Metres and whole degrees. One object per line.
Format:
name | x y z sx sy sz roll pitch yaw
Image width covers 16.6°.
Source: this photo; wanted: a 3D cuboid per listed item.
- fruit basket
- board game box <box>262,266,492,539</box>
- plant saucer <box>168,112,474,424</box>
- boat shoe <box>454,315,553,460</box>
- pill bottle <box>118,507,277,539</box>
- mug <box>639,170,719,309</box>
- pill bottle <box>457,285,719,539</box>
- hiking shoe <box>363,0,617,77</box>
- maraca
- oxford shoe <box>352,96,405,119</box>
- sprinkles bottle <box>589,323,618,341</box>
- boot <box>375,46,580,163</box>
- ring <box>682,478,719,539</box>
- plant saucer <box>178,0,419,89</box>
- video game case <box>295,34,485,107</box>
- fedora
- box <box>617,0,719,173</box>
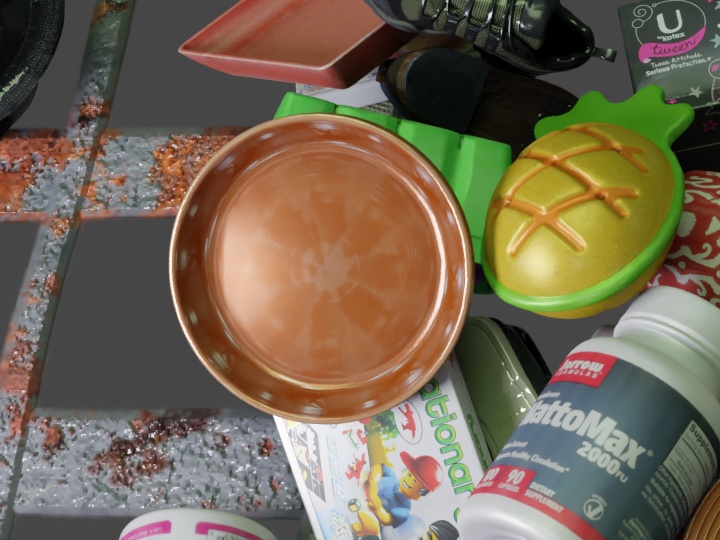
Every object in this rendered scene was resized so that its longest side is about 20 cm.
fruit basket | 0.000 0.000 1.686 0.215 0.156 0.217 1 82 -6
board game box | 0.014 0.109 1.623 0.126 0.035 0.201 -20 90 17
plant saucer | -0.024 -0.002 1.584 0.199 0.032 0.201 2 98 12
boat shoe | 0.121 0.121 1.643 0.074 0.066 0.200 -41 68 32
pill bottle | -0.113 0.265 1.586 0.113 0.114 0.201 -3 56 13
mug | 0.302 0.012 1.633 0.200 0.177 0.134 16 79 44
pill bottle | 0.160 0.112 1.535 0.119 0.120 0.200 24 63 28
hiking shoe | 0.087 -0.191 1.700 0.100 0.200 0.076 2 76 51
maraca | 0.149 -0.049 1.598 0.137 0.107 0.200 -2 46 27
oxford shoe | 0.013 -0.098 1.833 0.075 0.058 0.200 -15 40 11
sprinkles bottle | 0.244 0.091 1.630 0.199 0.068 0.068 15 62 24
boot | 0.102 -0.108 1.773 0.075 0.200 0.097 -62 22 -1
ring | 0.293 0.200 1.521 0.200 0.019 0.201 3 72 -9
plant saucer | -0.007 -0.196 1.821 0.200 0.037 0.199 -40 29 -24
video game case | 0.045 -0.196 1.875 0.199 0.023 0.182 -14 38 7
fedora | -0.309 -0.160 1.938 0.200 0.092 0.201 -7 56 11
box | 0.293 -0.128 1.723 0.199 0.132 0.115 -12 51 7
